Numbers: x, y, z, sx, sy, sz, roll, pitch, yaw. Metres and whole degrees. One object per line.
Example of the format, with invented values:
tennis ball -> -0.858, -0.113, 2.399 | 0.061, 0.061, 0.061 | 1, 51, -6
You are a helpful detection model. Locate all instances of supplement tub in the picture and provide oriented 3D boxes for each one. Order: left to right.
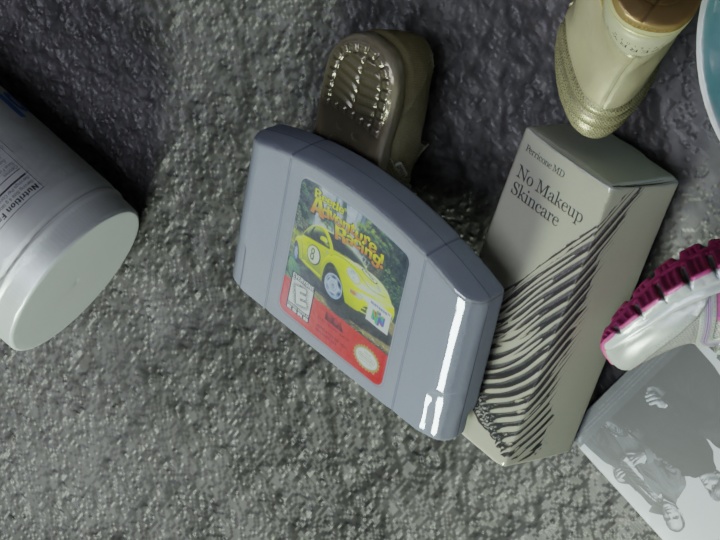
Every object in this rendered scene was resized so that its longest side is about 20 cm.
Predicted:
supplement tub -> -0.265, -0.056, 1.539 | 0.200, 0.132, 0.132 | 41, 120, 11

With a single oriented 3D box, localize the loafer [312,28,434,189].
loafer -> 0.005, -0.072, 1.425 | 0.076, 0.068, 0.201 | 44, 138, 22

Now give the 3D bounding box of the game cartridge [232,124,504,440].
game cartridge -> 0.000, 0.000, 1.389 | 0.200, 0.041, 0.134 | 37, 131, 29

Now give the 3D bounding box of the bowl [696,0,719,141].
bowl -> 0.295, -0.122, 1.216 | 0.200, 0.105, 0.202 | 6, 100, 35

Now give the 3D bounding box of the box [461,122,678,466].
box -> 0.115, 0.014, 1.378 | 0.082, 0.068, 0.201 | 37, 121, 37

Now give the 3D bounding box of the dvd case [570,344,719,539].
dvd case -> 0.241, 0.126, 1.380 | 0.200, 0.025, 0.150 | 47, 121, 8

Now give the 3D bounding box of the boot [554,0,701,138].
boot -> 0.163, -0.190, 1.287 | 0.072, 0.201, 0.156 | 12, 156, -3

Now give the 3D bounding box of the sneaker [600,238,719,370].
sneaker -> 0.236, 0.022, 1.302 | 0.199, 0.081, 0.089 | -23, 100, 17
